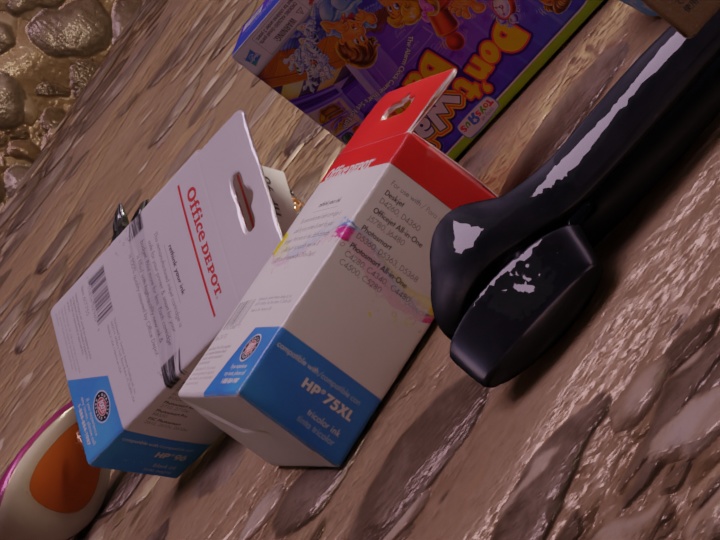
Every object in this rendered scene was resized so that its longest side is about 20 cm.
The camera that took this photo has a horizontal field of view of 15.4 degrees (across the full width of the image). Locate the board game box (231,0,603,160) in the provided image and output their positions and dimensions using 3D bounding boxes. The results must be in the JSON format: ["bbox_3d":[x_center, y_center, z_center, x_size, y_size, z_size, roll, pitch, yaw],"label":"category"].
[{"bbox_3d":[0.044,-0.154,1.459,0.200,0.134,0.045,-47,14,25],"label":"board game box"}]

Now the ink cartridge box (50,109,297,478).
[{"bbox_3d":[-0.088,0.015,1.524,0.200,0.068,0.116,-44,49,34],"label":"ink cartridge box"}]

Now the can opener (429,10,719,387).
[{"bbox_3d":[0.104,-0.039,1.147,0.200,0.079,0.063,-49,-26,6],"label":"can opener"}]

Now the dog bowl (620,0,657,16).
[{"bbox_3d":[0.164,-0.173,1.278,0.112,0.050,0.200,-54,13,-4],"label":"dog bowl"}]

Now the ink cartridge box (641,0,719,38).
[{"bbox_3d":[0.127,-0.213,0.983,0.200,0.165,0.075,-46,15,26],"label":"ink cartridge box"}]

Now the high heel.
[{"bbox_3d":[-0.225,0.171,1.708,0.096,0.067,0.200,-1,66,61],"label":"high heel"}]

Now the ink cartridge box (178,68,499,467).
[{"bbox_3d":[0.000,0.000,1.357,0.200,0.067,0.116,-56,14,-13],"label":"ink cartridge box"}]

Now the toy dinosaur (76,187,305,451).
[{"bbox_3d":[-0.111,0.024,1.654,0.200,0.102,0.136,-32,30,-3],"label":"toy dinosaur"}]
